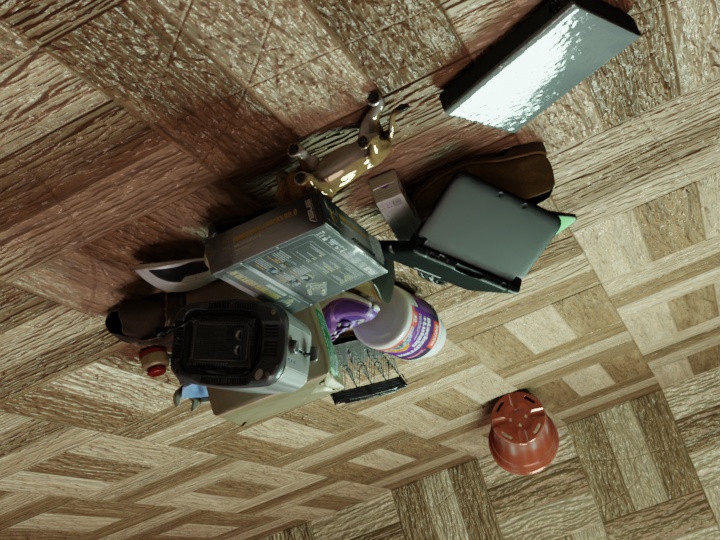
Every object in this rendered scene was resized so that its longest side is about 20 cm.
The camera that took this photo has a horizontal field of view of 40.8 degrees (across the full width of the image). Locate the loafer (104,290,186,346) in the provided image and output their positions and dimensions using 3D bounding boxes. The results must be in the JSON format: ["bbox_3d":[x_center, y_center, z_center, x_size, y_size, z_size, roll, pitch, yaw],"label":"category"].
[{"bbox_3d":[-0.305,0.072,1.363,0.070,0.074,0.199,8,162,-34],"label":"loafer"}]

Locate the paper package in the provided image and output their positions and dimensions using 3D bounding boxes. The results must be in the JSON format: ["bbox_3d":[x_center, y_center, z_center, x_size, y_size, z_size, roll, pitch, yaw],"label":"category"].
[{"bbox_3d":[-0.142,0.103,1.429,0.189,0.202,0.104,-21,158,7],"label":"paper package"}]

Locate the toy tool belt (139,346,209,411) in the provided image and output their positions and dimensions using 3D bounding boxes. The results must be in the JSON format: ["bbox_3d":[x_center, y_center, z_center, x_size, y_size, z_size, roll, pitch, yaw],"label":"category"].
[{"bbox_3d":[-0.259,0.175,1.608,0.198,0.124,0.125,-10,156,-17],"label":"toy tool belt"}]

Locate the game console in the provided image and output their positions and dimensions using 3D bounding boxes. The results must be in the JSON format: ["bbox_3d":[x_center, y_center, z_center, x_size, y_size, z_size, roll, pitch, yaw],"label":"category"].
[{"bbox_3d":[0.145,-0.049,1.354,0.199,0.118,0.175,21,171,-30],"label":"game console"}]

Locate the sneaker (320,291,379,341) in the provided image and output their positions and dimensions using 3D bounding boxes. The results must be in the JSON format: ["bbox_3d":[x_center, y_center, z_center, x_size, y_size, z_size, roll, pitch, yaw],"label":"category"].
[{"bbox_3d":[-0.050,0.097,1.586,0.199,0.084,0.080,-23,140,34],"label":"sneaker"}]

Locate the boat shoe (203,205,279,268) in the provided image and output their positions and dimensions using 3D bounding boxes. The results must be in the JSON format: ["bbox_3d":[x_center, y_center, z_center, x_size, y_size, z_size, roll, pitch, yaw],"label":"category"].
[{"bbox_3d":[-0.109,-0.050,1.276,0.198,0.072,0.068,-13,132,-25],"label":"boat shoe"}]

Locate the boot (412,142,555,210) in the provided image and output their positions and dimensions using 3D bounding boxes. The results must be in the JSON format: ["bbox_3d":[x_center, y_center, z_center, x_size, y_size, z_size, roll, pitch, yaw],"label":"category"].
[{"bbox_3d":[0.171,-0.111,1.331,0.198,0.076,0.074,-17,159,1],"label":"boot"}]

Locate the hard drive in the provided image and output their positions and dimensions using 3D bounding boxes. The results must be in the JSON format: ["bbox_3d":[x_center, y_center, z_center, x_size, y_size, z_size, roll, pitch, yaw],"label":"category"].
[{"bbox_3d":[0.205,-0.237,1.118,0.139,0.033,0.200,5,149,-43],"label":"hard drive"}]

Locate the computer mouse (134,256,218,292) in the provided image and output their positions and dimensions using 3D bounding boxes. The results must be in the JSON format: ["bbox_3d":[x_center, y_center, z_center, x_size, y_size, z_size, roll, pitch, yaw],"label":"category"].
[{"bbox_3d":[-0.206,0.002,1.316,0.198,0.044,0.110,-7,-175,-17],"label":"computer mouse"}]

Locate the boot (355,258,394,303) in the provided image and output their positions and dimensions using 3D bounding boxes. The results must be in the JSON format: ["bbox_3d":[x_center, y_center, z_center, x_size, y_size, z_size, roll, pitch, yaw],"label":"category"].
[{"bbox_3d":[0.000,0.000,1.477,0.075,0.074,0.200,1,164,22],"label":"boot"}]

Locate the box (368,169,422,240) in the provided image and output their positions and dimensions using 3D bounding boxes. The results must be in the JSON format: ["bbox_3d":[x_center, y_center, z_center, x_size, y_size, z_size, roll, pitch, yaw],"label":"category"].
[{"bbox_3d":[0.057,-0.079,1.363,0.041,0.039,0.200,-19,157,9],"label":"box"}]

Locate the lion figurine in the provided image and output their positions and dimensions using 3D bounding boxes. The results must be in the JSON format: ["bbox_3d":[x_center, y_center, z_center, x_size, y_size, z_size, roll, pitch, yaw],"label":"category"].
[{"bbox_3d":[-0.020,-0.130,1.152,0.198,0.073,0.122,-24,160,9],"label":"lion figurine"}]

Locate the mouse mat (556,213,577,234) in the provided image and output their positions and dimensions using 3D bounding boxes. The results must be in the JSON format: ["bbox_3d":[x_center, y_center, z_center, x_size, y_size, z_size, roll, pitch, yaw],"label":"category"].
[{"bbox_3d":[0.246,-0.055,1.600,0.199,0.008,0.161,5,149,-40],"label":"mouse mat"}]

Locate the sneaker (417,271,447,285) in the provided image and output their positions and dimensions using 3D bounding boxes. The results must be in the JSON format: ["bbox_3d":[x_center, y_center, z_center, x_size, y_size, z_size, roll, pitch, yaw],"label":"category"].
[{"bbox_3d":[0.148,-0.057,1.437,0.073,0.080,0.200,24,144,-19],"label":"sneaker"}]

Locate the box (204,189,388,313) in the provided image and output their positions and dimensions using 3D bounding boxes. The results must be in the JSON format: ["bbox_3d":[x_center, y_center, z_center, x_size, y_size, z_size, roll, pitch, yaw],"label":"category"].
[{"bbox_3d":[-0.074,-0.016,1.205,0.157,0.049,0.200,-23,155,17],"label":"box"}]

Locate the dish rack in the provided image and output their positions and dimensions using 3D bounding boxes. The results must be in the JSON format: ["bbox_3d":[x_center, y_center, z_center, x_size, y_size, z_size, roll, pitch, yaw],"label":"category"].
[{"bbox_3d":[-0.004,0.176,1.737,0.152,0.055,0.200,-14,-161,-11],"label":"dish rack"}]

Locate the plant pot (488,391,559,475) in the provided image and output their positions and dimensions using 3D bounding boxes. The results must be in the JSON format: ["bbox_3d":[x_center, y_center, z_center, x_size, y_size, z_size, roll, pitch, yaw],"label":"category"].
[{"bbox_3d":[0.439,0.434,2.650,0.199,0.202,0.196,-19,149,4],"label":"plant pot"}]

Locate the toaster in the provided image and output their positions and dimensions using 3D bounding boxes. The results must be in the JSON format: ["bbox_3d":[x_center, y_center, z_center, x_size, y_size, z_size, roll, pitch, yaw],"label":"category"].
[{"bbox_3d":[-0.158,0.105,1.277,0.198,0.115,0.129,-2,165,21],"label":"toaster"}]

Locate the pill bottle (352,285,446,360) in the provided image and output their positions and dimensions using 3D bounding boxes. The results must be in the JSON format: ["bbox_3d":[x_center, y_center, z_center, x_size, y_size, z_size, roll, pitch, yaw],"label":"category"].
[{"bbox_3d":[0.074,0.096,1.683,0.111,0.112,0.200,-26,156,20],"label":"pill bottle"}]
